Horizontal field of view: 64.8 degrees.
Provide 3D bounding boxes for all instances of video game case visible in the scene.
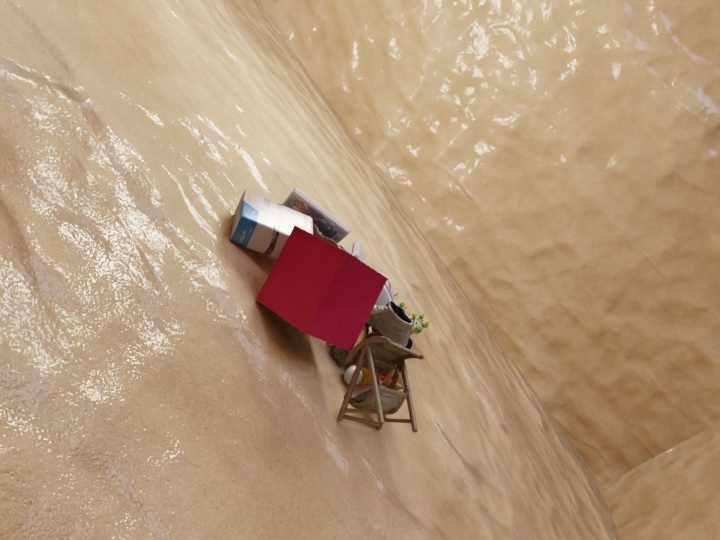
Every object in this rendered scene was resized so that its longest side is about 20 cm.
[{"bbox_3d":[-0.148,-0.135,1.656,0.199,0.182,0.023,36,55,-13],"label":"video game case"}]

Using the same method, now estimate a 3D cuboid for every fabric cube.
[{"bbox_3d":[-0.089,0.044,1.361,0.194,0.202,0.199,26,-3,38],"label":"fabric cube"}]

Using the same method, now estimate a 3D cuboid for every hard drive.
[{"bbox_3d":[0.000,0.000,1.645,0.200,0.025,0.135,-82,159,-76],"label":"hard drive"}]

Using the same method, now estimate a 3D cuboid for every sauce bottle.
[{"bbox_3d":[-0.015,0.178,1.570,0.065,0.064,0.200,50,32,-9],"label":"sauce bottle"}]

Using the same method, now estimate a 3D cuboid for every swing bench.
[{"bbox_3d":[0.055,0.282,1.398,0.198,0.127,0.205,32,59,-52],"label":"swing bench"}]

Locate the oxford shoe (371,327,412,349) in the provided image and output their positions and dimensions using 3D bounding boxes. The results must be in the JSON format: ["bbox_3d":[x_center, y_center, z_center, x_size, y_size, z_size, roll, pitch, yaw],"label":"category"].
[{"bbox_3d":[0.090,0.215,1.887,0.071,0.072,0.199,31,-5,47],"label":"oxford shoe"}]

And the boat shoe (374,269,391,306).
[{"bbox_3d":[0.064,0.089,1.763,0.066,0.069,0.202,48,17,-44],"label":"boat shoe"}]

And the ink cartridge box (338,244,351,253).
[{"bbox_3d":[-0.063,-0.016,1.779,0.040,0.099,0.200,58,9,20],"label":"ink cartridge box"}]

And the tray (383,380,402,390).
[{"bbox_3d":[0.094,0.253,1.735,0.098,0.036,0.204,34,48,-48],"label":"tray"}]

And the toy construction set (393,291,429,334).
[{"bbox_3d":[0.164,0.158,2.108,0.200,0.092,0.131,48,41,5],"label":"toy construction set"}]

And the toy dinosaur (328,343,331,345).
[{"bbox_3d":[-0.079,0.153,1.571,0.104,0.061,0.202,11,37,-31],"label":"toy dinosaur"}]

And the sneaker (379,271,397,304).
[{"bbox_3d":[0.076,0.077,2.047,0.088,0.081,0.202,36,24,-48],"label":"sneaker"}]

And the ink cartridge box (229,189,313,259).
[{"bbox_3d":[-0.229,-0.110,1.479,0.197,0.087,0.148,23,29,-20],"label":"ink cartridge box"}]

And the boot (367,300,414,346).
[{"bbox_3d":[0.068,0.117,1.561,0.199,0.097,0.073,39,34,27],"label":"boot"}]

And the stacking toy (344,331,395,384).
[{"bbox_3d":[0.019,0.263,1.538,0.148,0.146,0.199,56,36,8],"label":"stacking toy"}]

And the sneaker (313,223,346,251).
[{"bbox_3d":[-0.104,-0.066,1.604,0.199,0.070,0.108,38,-2,39],"label":"sneaker"}]
